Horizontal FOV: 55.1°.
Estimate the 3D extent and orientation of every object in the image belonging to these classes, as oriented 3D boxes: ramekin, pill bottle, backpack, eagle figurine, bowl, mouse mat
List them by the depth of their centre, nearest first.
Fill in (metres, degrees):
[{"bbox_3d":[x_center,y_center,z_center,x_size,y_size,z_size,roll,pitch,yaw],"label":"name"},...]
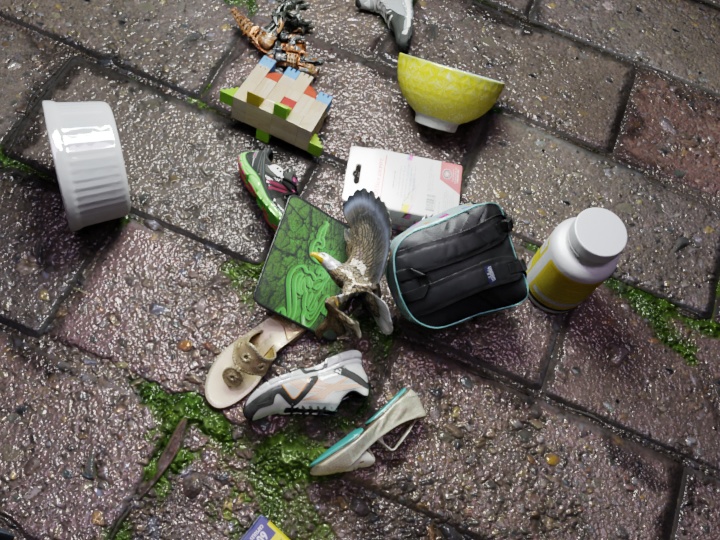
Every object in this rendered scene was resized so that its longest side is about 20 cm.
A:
[{"bbox_3d":[-0.005,-0.005,1.056,0.151,0.151,0.201,49,53,-31],"label":"eagle figurine"},{"bbox_3d":[0.136,-0.004,1.080,0.199,0.153,0.177,-22,99,-14],"label":"backpack"},{"bbox_3d":[-0.427,-0.168,1.082,0.097,0.201,0.202,-12,68,-20],"label":"ramekin"},{"bbox_3d":[0.341,-0.016,1.099,0.110,0.200,0.112,2,66,-5],"label":"pill bottle"},{"bbox_3d":[-0.077,-0.006,1.110,0.160,0.008,0.201,29,63,-26],"label":"mouse mat"},{"bbox_3d":[0.150,-0.313,1.248,0.198,0.200,0.109,17,108,1],"label":"bowl"}]

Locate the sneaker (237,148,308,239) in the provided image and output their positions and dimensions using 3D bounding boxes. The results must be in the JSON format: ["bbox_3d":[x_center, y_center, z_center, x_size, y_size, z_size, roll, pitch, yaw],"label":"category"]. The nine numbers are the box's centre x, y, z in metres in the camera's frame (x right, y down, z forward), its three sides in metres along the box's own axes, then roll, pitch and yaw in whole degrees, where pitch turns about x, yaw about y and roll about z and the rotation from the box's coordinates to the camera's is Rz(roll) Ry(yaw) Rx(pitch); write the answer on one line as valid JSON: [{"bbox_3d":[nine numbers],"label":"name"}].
[{"bbox_3d":[-0.135,-0.130,1.162,0.083,0.077,0.201,-28,73,-13],"label":"sneaker"}]

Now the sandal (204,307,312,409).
[{"bbox_3d":[-0.158,0.116,1.052,0.078,0.070,0.212,43,68,13],"label":"sandal"}]

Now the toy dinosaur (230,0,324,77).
[{"bbox_3d":[-0.153,-0.444,1.296,0.199,0.102,0.136,34,82,-15],"label":"toy dinosaur"}]

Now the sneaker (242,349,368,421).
[{"bbox_3d":[-0.077,0.186,1.029,0.198,0.074,0.081,-19,71,-14],"label":"sneaker"}]

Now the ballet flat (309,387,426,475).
[{"bbox_3d":[0.018,0.252,1.017,0.199,0.067,0.063,-35,84,-19],"label":"ballet flat"}]

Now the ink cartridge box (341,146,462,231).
[{"bbox_3d":[0.069,-0.136,1.194,0.198,0.068,0.117,11,65,-3],"label":"ink cartridge box"}]

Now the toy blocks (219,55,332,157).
[{"bbox_3d":[-0.133,-0.305,1.240,0.199,0.100,0.137,25,55,2],"label":"toy blocks"}]

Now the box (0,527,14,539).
[{"bbox_3d":[-0.592,0.373,0.860,0.195,0.118,0.201,26,64,5],"label":"box"}]

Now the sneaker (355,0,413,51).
[{"bbox_3d":[0.046,-0.509,1.363,0.114,0.075,0.201,3,55,0],"label":"sneaker"}]

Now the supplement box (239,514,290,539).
[{"bbox_3d":[-0.092,0.431,0.897,0.200,0.110,0.109,39,67,10],"label":"supplement box"}]
